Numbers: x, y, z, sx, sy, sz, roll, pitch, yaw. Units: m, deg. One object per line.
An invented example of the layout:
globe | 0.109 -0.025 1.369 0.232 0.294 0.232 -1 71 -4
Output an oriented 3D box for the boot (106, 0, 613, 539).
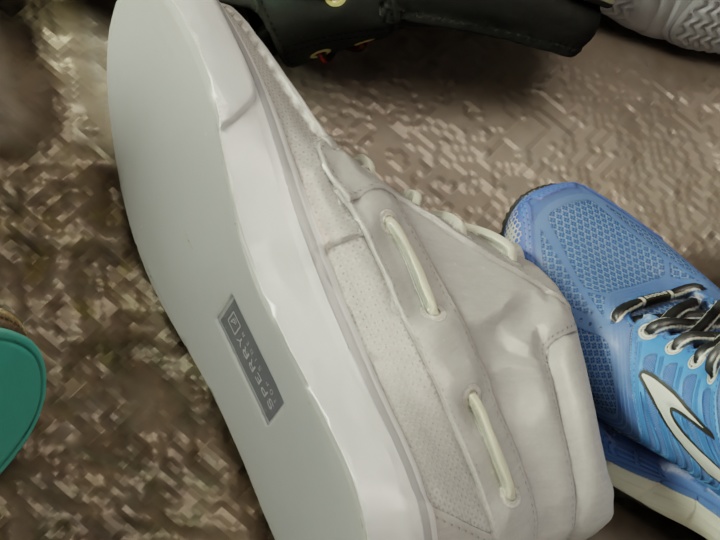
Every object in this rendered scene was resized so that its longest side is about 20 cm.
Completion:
boot | 0.000 0.000 0.729 0.095 0.074 0.200 -12 71 -32

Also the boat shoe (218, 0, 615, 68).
boat shoe | -0.018 -0.097 0.786 0.201 0.063 0.074 13 13 -15

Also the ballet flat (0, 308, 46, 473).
ballet flat | -0.161 0.059 0.624 0.065 0.071 0.200 10 28 32

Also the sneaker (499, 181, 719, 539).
sneaker | 0.115 0.034 0.718 0.078 0.089 0.200 -25 55 -31

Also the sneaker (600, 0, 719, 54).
sneaker | 0.147 -0.131 0.862 0.199 0.076 0.114 14 51 -14
